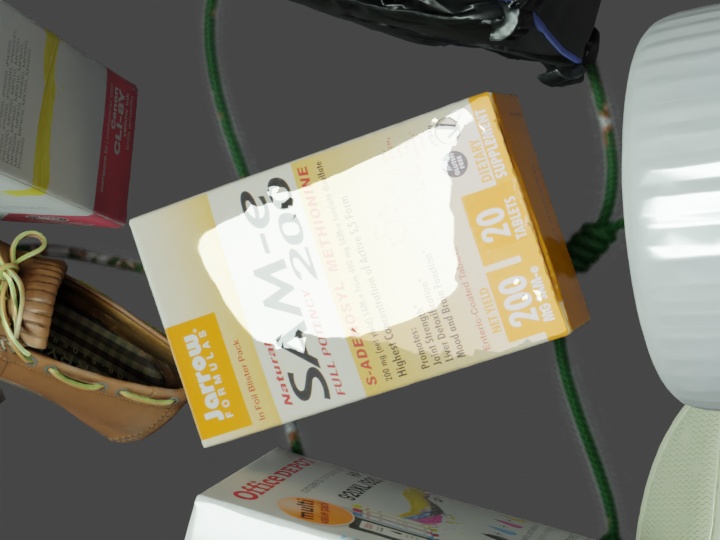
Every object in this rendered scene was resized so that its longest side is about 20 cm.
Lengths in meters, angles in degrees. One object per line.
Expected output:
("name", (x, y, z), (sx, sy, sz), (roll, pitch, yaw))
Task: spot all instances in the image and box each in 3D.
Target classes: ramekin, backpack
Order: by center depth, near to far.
("ramekin", (0.184, -0.029, 0.830), (0.098, 0.200, 0.201), (-5, 94, 22))
("backpack", (0.015, -0.186, 0.868), (0.200, 0.183, 0.147), (16, 92, 19))

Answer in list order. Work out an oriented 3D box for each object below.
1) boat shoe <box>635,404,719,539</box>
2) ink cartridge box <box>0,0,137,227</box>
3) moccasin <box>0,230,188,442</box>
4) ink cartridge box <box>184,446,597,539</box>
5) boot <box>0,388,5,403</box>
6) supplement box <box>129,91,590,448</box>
("boat shoe", (0.178, 0.159, 0.923), (0.068, 0.072, 0.200), (4, 89, -24))
("ink cartridge box", (-0.214, -0.079, 0.919), (0.145, 0.200, 0.084), (5, 84, 14))
("moccasin", (-0.170, 0.021, 0.940), (0.201, 0.074, 0.078), (37, 134, -21))
("ink cartridge box", (0.015, 0.190, 0.915), (0.200, 0.147, 0.145), (15, 97, 13))
("boot", (-0.267, 0.033, 0.946), (0.074, 0.200, 0.155), (-34, 94, 8))
("supplement box", (0.000, 0.000, 0.940), (0.200, 0.074, 0.126), (-19, 89, 16))
